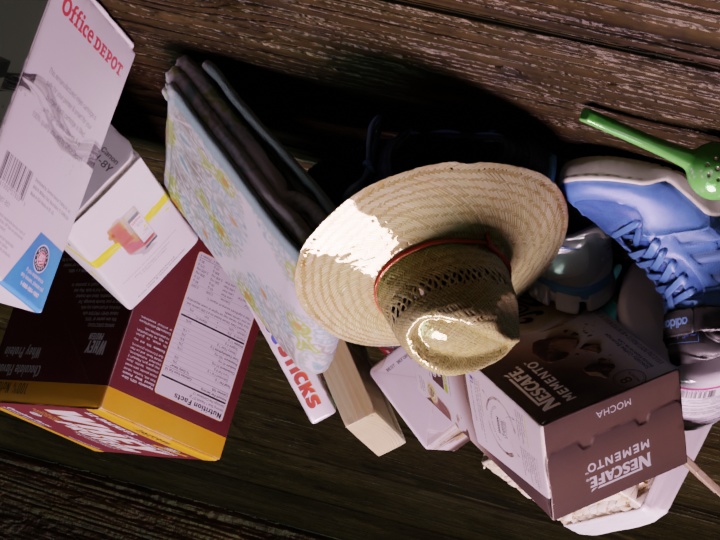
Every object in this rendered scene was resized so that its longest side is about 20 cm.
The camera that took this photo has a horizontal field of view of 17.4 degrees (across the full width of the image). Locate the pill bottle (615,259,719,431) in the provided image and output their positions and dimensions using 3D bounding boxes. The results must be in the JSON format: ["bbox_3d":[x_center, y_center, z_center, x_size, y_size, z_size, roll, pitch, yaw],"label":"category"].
[{"bbox_3d":[0.243,0.051,1.741,0.113,0.114,0.200,15,166,8],"label":"pill bottle"}]

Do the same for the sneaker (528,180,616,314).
[{"bbox_3d":[0.094,-0.047,1.670,0.199,0.075,0.087,20,134,16],"label":"sneaker"}]

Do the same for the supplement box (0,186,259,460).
[{"bbox_3d":[-0.200,0.047,2.063,0.132,0.201,0.197,27,162,-36],"label":"supplement box"}]

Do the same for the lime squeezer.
[{"bbox_3d":[0.235,-0.054,1.508,0.199,0.038,0.070,23,165,-25],"label":"lime squeezer"}]

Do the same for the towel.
[{"bbox_3d":[-0.072,-0.040,1.663,0.200,0.048,0.171,53,162,18],"label":"towel"}]

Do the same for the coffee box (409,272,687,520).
[{"bbox_3d":[0.129,0.079,1.661,0.112,0.080,0.200,-19,-149,-18],"label":"coffee box"}]

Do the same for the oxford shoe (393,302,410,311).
[{"bbox_3d":[0.025,-0.017,1.814,0.071,0.073,0.200,10,162,23],"label":"oxford shoe"}]

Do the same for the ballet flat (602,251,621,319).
[{"bbox_3d":[0.159,0.017,1.809,0.071,0.072,0.200,14,167,9],"label":"ballet flat"}]

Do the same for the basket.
[{"bbox_3d":[0.207,0.140,2.060,0.123,0.136,0.200,33,163,-9],"label":"basket"}]

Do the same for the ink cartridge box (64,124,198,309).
[{"bbox_3d":[-0.217,-0.070,1.775,0.145,0.083,0.200,42,173,18],"label":"ink cartridge box"}]

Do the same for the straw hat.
[{"bbox_3d":[0.059,0.022,1.550,0.200,0.085,0.202,-15,143,-11],"label":"straw hat"}]

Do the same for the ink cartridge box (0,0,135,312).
[{"bbox_3d":[-0.240,-0.093,1.580,0.083,0.201,0.145,14,166,19],"label":"ink cartridge box"}]

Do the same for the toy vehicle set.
[{"bbox_3d":[-0.024,0.045,1.900,0.026,0.201,0.124,-25,160,5],"label":"toy vehicle set"}]

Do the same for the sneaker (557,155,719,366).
[{"bbox_3d":[0.215,0.003,1.591,0.199,0.112,0.077,22,165,-18],"label":"sneaker"}]

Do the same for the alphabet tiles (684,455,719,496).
[{"bbox_3d":[0.210,0.109,1.818,0.167,0.008,0.200,43,-179,-23],"label":"alphabet tiles"}]

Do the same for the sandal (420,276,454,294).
[{"bbox_3d":[0.000,0.000,1.705,0.199,0.055,0.082,30,175,36],"label":"sandal"}]

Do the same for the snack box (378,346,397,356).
[{"bbox_3d":[0.019,0.015,1.949,0.024,0.072,0.200,12,165,19],"label":"snack box"}]

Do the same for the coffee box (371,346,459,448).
[{"bbox_3d":[0.086,0.082,1.913,0.080,0.113,0.200,53,-176,9],"label":"coffee box"}]

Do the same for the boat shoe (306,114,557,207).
[{"bbox_3d":[0.037,-0.074,1.609,0.199,0.085,0.069,-13,156,32],"label":"boat shoe"}]

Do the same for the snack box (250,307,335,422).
[{"bbox_3d":[-0.076,0.023,1.884,0.201,0.024,0.072,62,-176,-9],"label":"snack box"}]
